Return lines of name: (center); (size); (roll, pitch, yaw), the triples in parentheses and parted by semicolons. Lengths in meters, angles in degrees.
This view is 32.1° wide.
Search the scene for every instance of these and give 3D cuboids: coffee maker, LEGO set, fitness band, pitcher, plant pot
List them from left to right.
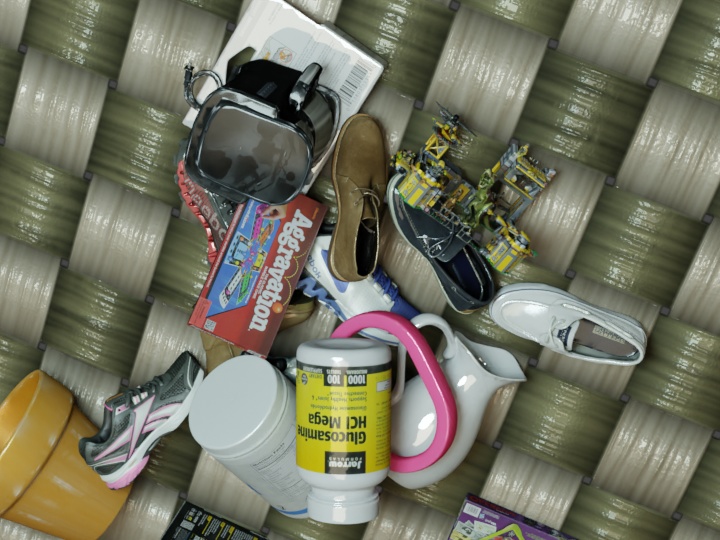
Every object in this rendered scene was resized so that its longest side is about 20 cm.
plant pot: (-0.408, 0.265, 1.665); (0.183, 0.201, 0.200); (37, 111, -20)
coffee maker: (-0.131, -0.158, 1.412); (0.190, 0.200, 0.136); (1, 108, 8)
fitness band: (0.034, 0.146, 1.505); (0.143, 0.037, 0.201); (-31, 83, 27)
pitcher: (0.083, 0.160, 1.560); (0.171, 0.121, 0.200); (34, 105, -18)
LEGO set: (0.144, -0.106, 1.453); (0.199, 0.154, 0.116); (38, 114, -5)

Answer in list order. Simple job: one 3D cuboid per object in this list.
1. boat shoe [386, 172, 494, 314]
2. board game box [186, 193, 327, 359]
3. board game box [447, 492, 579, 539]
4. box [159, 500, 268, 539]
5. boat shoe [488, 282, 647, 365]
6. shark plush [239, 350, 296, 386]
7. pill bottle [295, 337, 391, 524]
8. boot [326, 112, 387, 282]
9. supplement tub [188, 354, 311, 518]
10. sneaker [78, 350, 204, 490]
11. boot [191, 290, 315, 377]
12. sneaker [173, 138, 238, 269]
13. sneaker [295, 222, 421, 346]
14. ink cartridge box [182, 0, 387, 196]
boat shoe: (0.101, -0.035, 1.516); (0.074, 0.062, 0.201); (-38, 106, -24)
board game box: (-0.121, -0.007, 1.495); (0.102, 0.019, 0.202); (24, 74, -12)
board game box: (0.211, 0.386, 1.663); (0.198, 0.032, 0.121); (23, 106, 3)
box: (-0.197, 0.397, 1.650); (0.159, 0.200, 0.050); (26, 109, 1)
boat shoe: (0.254, 0.067, 1.532); (0.198, 0.065, 0.074); (11, 110, 7)
shark plush: (-0.063, 0.153, 1.583); (0.199, 0.092, 0.083); (15, 143, -33)
pill bottle: (-0.020, 0.184, 1.453); (0.111, 0.112, 0.202); (1, 95, 10)
boot: (0.006, -0.086, 1.474); (0.073, 0.075, 0.202); (5, 89, -20)
supplement tub: (-0.106, 0.208, 1.543); (0.131, 0.133, 0.200); (-25, 135, 17)
sneaker: (-0.283, 0.181, 1.607); (0.086, 0.080, 0.201); (42, 75, -23)
boot: (-0.124, 0.130, 1.628); (0.173, 0.066, 0.202); (-4, 108, 20)
sneaker: (-0.162, -0.074, 1.549); (0.097, 0.071, 0.202); (-7, 110, 40)
sneaker: (-0.001, 0.000, 1.550); (0.198, 0.081, 0.116); (32, 113, 1)
ink cartridge box: (-0.092, -0.215, 1.516); (0.175, 0.045, 0.201); (34, 110, -2)
